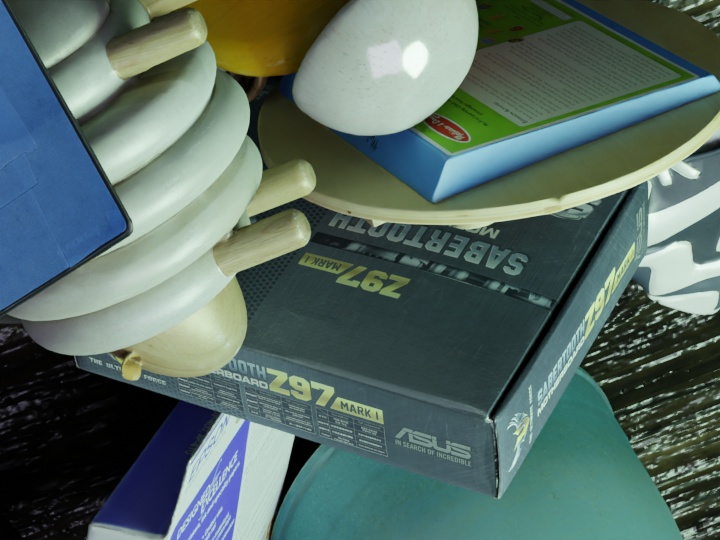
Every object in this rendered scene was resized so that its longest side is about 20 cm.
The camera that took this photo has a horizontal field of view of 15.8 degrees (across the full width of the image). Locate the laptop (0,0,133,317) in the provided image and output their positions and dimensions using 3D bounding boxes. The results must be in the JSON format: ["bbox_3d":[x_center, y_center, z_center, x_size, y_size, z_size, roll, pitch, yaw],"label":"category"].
[{"bbox_3d":[-0.217,-0.051,0.894,0.187,0.116,0.199,-30,146,33],"label":"laptop"}]

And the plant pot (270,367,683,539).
[{"bbox_3d":[0.082,0.173,1.269,0.199,0.188,0.201,-17,133,-19],"label":"plant pot"}]

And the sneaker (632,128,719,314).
[{"bbox_3d":[0.126,-0.057,1.190,0.198,0.080,0.130,17,119,-31],"label":"sneaker"}]

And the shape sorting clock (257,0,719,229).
[{"bbox_3d":[0.056,-0.068,1.071,0.199,0.200,0.039,-12,118,-12],"label":"shape sorting clock"}]

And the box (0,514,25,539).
[{"bbox_3d":[-0.240,0.193,1.194,0.148,0.104,0.200,44,107,1],"label":"box"}]

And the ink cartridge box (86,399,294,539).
[{"bbox_3d":[-0.072,0.099,1.174,0.043,0.198,0.201,21,125,9],"label":"ink cartridge box"}]

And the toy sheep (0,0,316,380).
[{"bbox_3d":[-0.099,-0.045,0.968,0.137,0.138,0.201,-26,111,1],"label":"toy sheep"}]

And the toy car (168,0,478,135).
[{"bbox_3d":[0.014,-0.160,1.028,0.200,0.175,0.150,-46,163,18],"label":"toy car"}]

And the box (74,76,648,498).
[{"bbox_3d":[0.000,0.000,1.074,0.199,0.158,0.051,16,137,23],"label":"box"}]

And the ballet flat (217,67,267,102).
[{"bbox_3d":[-0.123,-0.110,1.059,0.199,0.063,0.069,9,124,-27],"label":"ballet flat"}]

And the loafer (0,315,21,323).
[{"bbox_3d":[-0.177,-0.015,1.095,0.199,0.071,0.073,-3,85,-18],"label":"loafer"}]
